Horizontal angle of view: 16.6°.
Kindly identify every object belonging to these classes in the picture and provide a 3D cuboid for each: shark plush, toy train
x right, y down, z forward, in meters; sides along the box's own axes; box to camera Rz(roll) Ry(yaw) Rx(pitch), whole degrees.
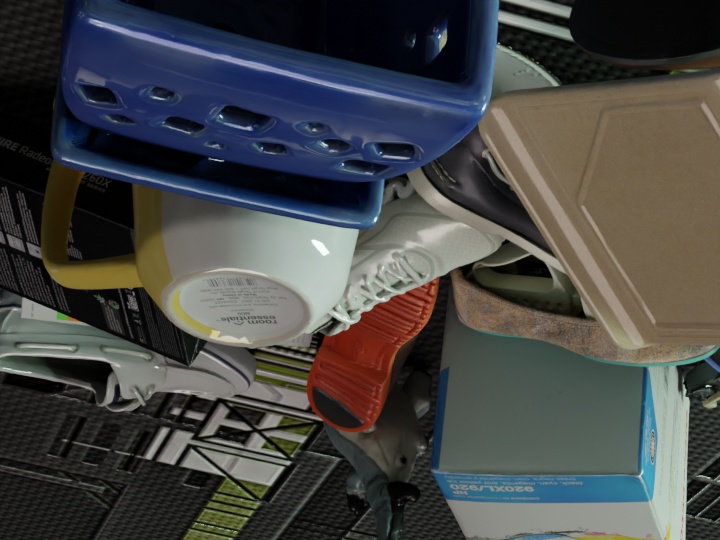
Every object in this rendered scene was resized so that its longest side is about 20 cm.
[{"bbox_3d":[0.016,0.136,1.740,0.090,0.201,0.084,11,122,-31],"label":"shark plush"},{"bbox_3d":[0.286,0.047,1.661,0.045,0.034,0.200,8,154,-30],"label":"toy train"}]

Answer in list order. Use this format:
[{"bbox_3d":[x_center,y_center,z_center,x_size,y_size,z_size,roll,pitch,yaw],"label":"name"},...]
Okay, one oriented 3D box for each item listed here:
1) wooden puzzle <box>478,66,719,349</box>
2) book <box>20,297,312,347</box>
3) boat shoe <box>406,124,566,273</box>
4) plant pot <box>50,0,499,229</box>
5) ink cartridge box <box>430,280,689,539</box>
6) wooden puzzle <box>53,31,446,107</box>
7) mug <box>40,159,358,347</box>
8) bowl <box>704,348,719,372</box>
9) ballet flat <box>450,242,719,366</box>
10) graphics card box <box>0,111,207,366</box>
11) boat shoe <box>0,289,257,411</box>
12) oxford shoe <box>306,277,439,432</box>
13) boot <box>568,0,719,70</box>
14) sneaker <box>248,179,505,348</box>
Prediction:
[{"bbox_3d":[0.180,-0.034,1.363,0.199,0.037,0.186,-5,126,49],"label":"wooden puzzle"},{"bbox_3d":[-0.121,-0.007,1.635,0.198,0.048,0.134,9,148,-5],"label":"book"},{"bbox_3d":[0.121,-0.047,1.477,0.199,0.073,0.063,19,132,-32],"label":"boat shoe"},{"bbox_3d":[-0.050,-0.140,1.205,0.198,0.202,0.180,11,153,-12],"label":"plant pot"},{"bbox_3d":[0.142,0.115,1.693,0.143,0.148,0.200,-1,151,15],"label":"ink cartridge box"},{"bbox_3d":[-0.054,-0.114,1.425,0.184,0.047,0.200,22,144,-27],"label":"wooden puzzle"},{"bbox_3d":[-0.071,-0.037,1.360,0.149,0.154,0.186,22,144,-28],"label":"mug"},{"bbox_3d":[0.290,0.020,1.549,0.199,0.040,0.201,14,143,10],"label":"bowl"},{"bbox_3d":[0.135,0.015,1.560,0.199,0.068,0.068,6,128,36],"label":"ballet flat"},{"bbox_3d":[-0.183,-0.027,1.512,0.199,0.051,0.126,22,146,23],"label":"graphics card box"},{"bbox_3d":[-0.172,0.068,1.763,0.198,0.066,0.074,14,151,-12],"label":"boat shoe"},{"bbox_3d":[0.015,0.018,1.643,0.071,0.073,0.201,30,135,5],"label":"oxford shoe"},{"bbox_3d":[0.230,-0.114,1.366,0.187,0.069,0.200,-12,156,20],"label":"boot"},{"bbox_3d":[0.000,0.000,1.530,0.199,0.082,0.075,-14,137,26],"label":"sneaker"}]
